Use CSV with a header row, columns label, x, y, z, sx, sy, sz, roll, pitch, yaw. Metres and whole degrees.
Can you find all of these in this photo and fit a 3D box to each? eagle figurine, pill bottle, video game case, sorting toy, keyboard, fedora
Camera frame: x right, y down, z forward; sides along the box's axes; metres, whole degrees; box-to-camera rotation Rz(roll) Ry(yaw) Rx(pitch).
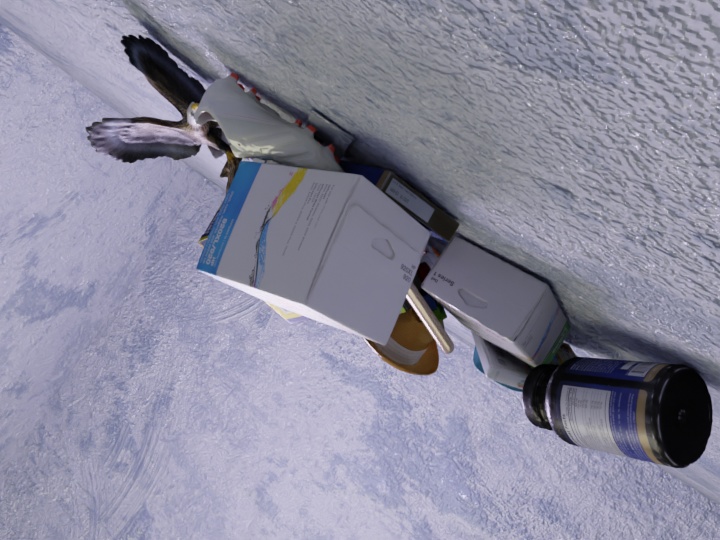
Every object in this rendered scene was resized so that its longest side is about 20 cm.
label,x,y,z,sx,sy,sz,roll,pitch,yaw
eagle figurine,-0.247,-0.210,0.845,0.199,0.152,0.151,19,138,-15
pill bottle,0.299,0.162,0.746,0.112,0.112,0.200,35,160,-26
video game case,0.263,0.136,0.948,0.181,0.023,0.200,19,-162,-4
sorting toy,0.075,0.001,0.879,0.185,0.036,0.200,55,-169,-20
keyboard,-0.044,-0.158,0.758,0.056,0.011,0.200,39,176,-7
fedora,0.073,0.073,0.984,0.200,0.082,0.201,30,-151,-19

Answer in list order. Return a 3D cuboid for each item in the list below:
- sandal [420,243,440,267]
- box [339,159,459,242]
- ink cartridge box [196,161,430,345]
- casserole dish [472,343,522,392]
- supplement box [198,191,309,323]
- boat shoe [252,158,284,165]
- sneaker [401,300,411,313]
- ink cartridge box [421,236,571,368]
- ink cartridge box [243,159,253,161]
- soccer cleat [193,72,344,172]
label,x,y,z,sx,sy,sz,roll,pitch,yaw
sandal,0.102,-0.007,1.035,0.079,0.059,0.207,30,175,40
box,0.018,-0.094,0.770,0.121,0.033,0.200,31,176,-34
ink cartridge box,-0.054,-0.023,0.708,0.199,0.145,0.147,14,168,43
casserole dish,0.252,0.138,1.024,0.121,0.039,0.200,23,-162,8
supplement box,-0.112,-0.029,0.894,0.109,0.109,0.200,-15,132,39
boat shoe,-0.120,-0.136,0.917,0.086,0.075,0.202,36,151,-8
sneaker,0.000,0.000,0.866,0.200,0.083,0.072,54,-169,-22
ink cartridge box,0.188,0.050,0.831,0.145,0.084,0.200,32,177,32
ink cartridge box,-0.191,-0.213,1.087,0.119,0.042,0.200,34,178,5
soccer cleat,-0.107,-0.153,0.731,0.200,0.078,0.069,36,176,11
